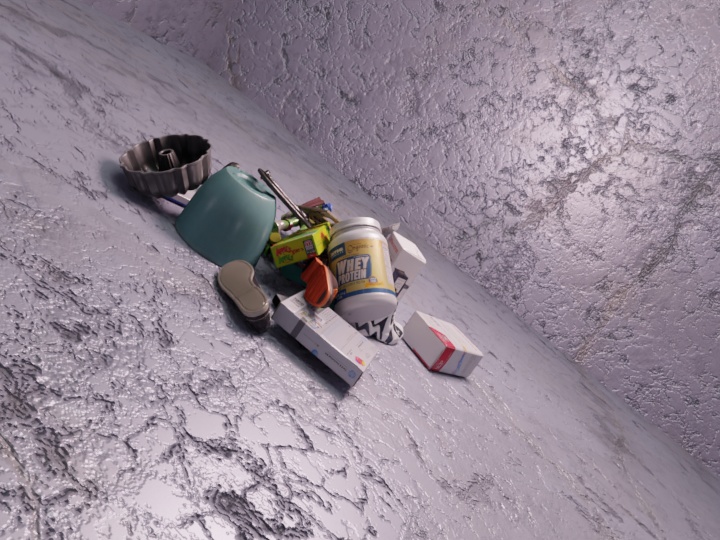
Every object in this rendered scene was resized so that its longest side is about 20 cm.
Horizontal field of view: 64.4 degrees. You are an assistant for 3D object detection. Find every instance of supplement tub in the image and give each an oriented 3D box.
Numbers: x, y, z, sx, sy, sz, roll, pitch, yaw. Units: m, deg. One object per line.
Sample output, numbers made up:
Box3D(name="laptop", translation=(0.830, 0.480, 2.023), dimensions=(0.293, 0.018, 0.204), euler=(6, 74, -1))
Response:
Box3D(name="supplement tub", translation=(0.000, 0.000, 1.284), dimensions=(0.143, 0.142, 0.205), euler=(18, 57, -50))

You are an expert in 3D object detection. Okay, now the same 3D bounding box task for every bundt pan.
Box3D(name="bundt pan", translation=(-0.414, -0.222, 1.242), dimensions=(0.196, 0.077, 0.204), euler=(-2, 36, 2))

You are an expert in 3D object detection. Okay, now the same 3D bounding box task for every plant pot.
Box3D(name="plant pot", translation=(-0.273, -0.121, 1.235), dimensions=(0.198, 0.163, 0.201), euler=(34, 14, -10))

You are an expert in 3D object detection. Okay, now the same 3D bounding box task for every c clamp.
Box3D(name="c clamp", translation=(-0.172, -0.162, 1.308), dimensions=(0.201, 0.027, 0.171), euler=(49, 4, -29))

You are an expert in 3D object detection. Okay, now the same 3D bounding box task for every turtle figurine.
Box3D(name="turtle figurine", translation=(-0.170, -0.102, 1.606), dimensions=(0.193, 0.197, 0.147), euler=(-32, 96, -51))

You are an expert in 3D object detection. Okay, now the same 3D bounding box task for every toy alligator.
Box3D(name="toy alligator", translation=(-0.253, -0.081, 1.396), dimensions=(0.198, 0.060, 0.054), euler=(34, 56, 10))

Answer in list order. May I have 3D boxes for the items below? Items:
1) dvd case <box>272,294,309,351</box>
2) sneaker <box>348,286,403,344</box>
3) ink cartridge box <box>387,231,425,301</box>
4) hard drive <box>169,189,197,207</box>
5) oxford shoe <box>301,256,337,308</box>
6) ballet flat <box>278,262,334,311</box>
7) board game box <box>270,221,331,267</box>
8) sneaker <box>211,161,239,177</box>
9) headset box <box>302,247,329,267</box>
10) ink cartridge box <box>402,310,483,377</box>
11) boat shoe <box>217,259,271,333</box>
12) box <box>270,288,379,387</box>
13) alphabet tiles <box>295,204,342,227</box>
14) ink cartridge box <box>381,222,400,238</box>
Box3D(name="dvd case", translation=(-0.080, 0.124, 1.198), dimensions=(0.198, 0.025, 0.151), euler=(21, 21, -46))
Box3D(name="sneaker", translation=(0.068, 0.101, 1.409), dimensions=(0.197, 0.131, 0.080), euler=(23, 19, -43))
Box3D(name="ink cartridge box", translation=(0.079, 0.013, 1.573), dimensions=(0.083, 0.202, 0.145), euler=(29, 14, -19))
Box3D(name="hard drive", translation=(-0.406, -0.180, 1.382), dimensions=(0.197, 0.026, 0.132), euler=(26, 17, -37))
Box3D(name="oxford shoe", translation=(-0.070, 0.031, 1.163), dimensions=(0.072, 0.072, 0.201), euler=(36, 11, -20))
Box3D(name="ballet flat", translation=(-0.103, 0.028, 1.362), dimensions=(0.197, 0.070, 0.071), euler=(32, 21, -4))
Box3D(name="board game box", translation=(-0.128, -0.062, 1.306), dimensions=(0.200, 0.099, 0.049), euler=(-61, 134, -76))
Box3D(name="sneaker", translation=(-0.288, -0.185, 1.450), dimensions=(0.075, 0.091, 0.202), euler=(19, -29, 46))
Box3D(name="headset box", translation=(-0.064, -0.014, 1.481), dimensions=(0.195, 0.077, 0.149), euler=(15, 14, 2))
Box3D(name="ink cartridge box", translation=(0.221, 0.202, 1.550), dimensions=(0.198, 0.086, 0.148), euler=(24, 18, -46))
Box3D(name="boat shoe", translation=(-0.218, 0.048, 1.082), dimensions=(0.200, 0.071, 0.064), euler=(45, -26, 50))
Box3D(name="box", translation=(-0.063, 0.124, 1.110), dimensions=(0.198, 0.042, 0.156), euler=(38, 14, 6))
Box3D(name="alphabet tiles", translation=(-0.058, -0.101, 1.438), dimensions=(0.199, 0.008, 0.166), euler=(39, -13, -34))
Box3D(name="ink cartridge box", translation=(0.005, -0.087, 1.628), dimensions=(0.161, 0.195, 0.048), euler=(105, -35, -62))
